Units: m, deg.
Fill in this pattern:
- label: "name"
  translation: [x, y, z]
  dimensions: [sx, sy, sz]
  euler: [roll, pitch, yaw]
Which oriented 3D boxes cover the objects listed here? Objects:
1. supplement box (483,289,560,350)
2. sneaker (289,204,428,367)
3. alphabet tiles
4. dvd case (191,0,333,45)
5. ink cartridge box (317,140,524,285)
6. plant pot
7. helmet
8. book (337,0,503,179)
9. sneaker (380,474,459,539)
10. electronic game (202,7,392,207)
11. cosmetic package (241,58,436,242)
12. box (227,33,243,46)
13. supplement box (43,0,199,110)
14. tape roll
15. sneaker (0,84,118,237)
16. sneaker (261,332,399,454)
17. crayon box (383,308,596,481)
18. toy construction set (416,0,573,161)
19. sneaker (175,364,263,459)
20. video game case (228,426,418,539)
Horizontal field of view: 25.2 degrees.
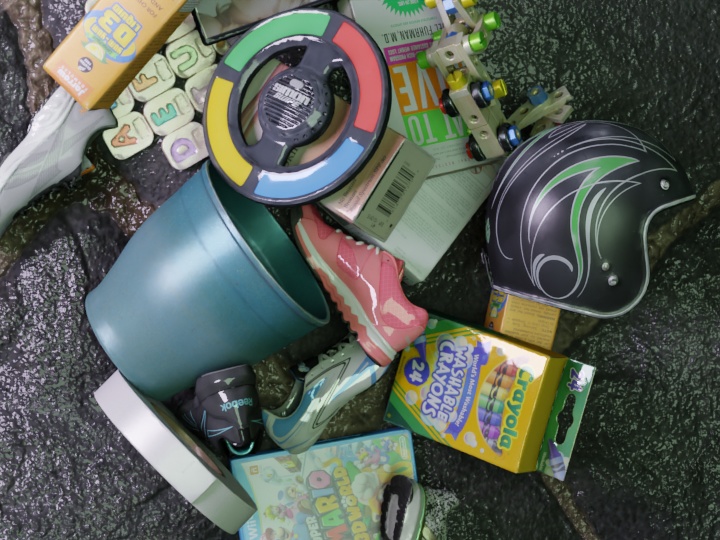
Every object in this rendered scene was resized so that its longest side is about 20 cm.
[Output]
- label: "supplement box"
  translation: [0.184, 0.004, 1.732]
  dimensions: [0.068, 0.067, 0.201]
  euler: [10, 92, -12]
- label: "sneaker"
  translation: [0.000, 0.000, 1.670]
  dimensions: [0.087, 0.074, 0.201]
  euler: [-33, 75, -1]
- label: "alphabet tiles"
  translation: [-0.196, -0.211, 1.664]
  dimensions: [0.195, 0.015, 0.201]
  euler: [-30, 100, -7]
- label: "dvd case"
  translation: [-0.089, -0.323, 1.608]
  dimensions: [0.199, 0.018, 0.143]
  euler: [-22, 97, -14]
- label: "ink cartridge box"
  translation: [0.058, -0.111, 1.717]
  dimensions: [0.160, 0.047, 0.200]
  euler: [41, 73, -11]
- label: "plant pot"
  translation: [-0.164, 0.025, 1.608]
  dimensions: [0.188, 0.200, 0.200]
  euler: [-36, 101, 8]
- label: "helmet"
  translation: [0.226, -0.056, 1.608]
  dimensions: [0.199, 0.200, 0.192]
  euler: [13, 93, -12]
- label: "book"
  translation: [0.064, -0.197, 1.681]
  dimensions: [0.133, 0.048, 0.201]
  euler: [-15, 89, -24]
- label: "sneaker"
  translation: [0.066, 0.320, 1.719]
  dimensions: [0.088, 0.077, 0.201]
  euler: [6, 97, -21]
- label: "electronic game"
  translation: [-0.063, -0.159, 1.558]
  dimensions: [0.199, 0.042, 0.201]
  euler: [-6, 74, 22]
- label: "cosmetic package"
  translation: [-0.039, -0.125, 1.611]
  dimensions: [0.199, 0.087, 0.104]
  euler: [32, 92, 28]
- label: "box"
  translation: [-0.132, -0.341, 1.637]
  dimensions: [0.116, 0.060, 0.201]
  euler: [-34, 100, -13]
- label: "supplement box"
  translation: [-0.213, -0.247, 1.549]
  dimensions: [0.066, 0.069, 0.200]
  euler: [42, 104, -1]
- label: "tape roll"
  translation: [-0.183, 0.181, 1.606]
  dimensions: [0.037, 0.203, 0.203]
  euler: [-44, 101, -4]
- label: "sneaker"
  translation: [-0.320, -0.098, 1.617]
  dimensions: [0.079, 0.074, 0.201]
  euler: [36, 87, -8]
- label: "sneaker"
  translation: [-0.025, 0.104, 1.696]
  dimensions: [0.200, 0.072, 0.072]
  euler: [-47, 108, -5]
- label: "crayon box"
  translation: [0.132, 0.128, 1.675]
  dimensions: [0.199, 0.051, 0.127]
  euler: [19, 96, 30]
- label: "toy construction set"
  translation: [0.130, -0.192, 1.647]
  dimensions: [0.092, 0.132, 0.200]
  euler: [-30, 122, 34]
- label: "sneaker"
  translation: [-0.139, 0.154, 1.613]
  dimensions: [0.075, 0.200, 0.080]
  euler: [-15, 77, -13]
- label: "video game case"
  translation: [-0.034, 0.255, 1.735]
  dimensions: [0.199, 0.018, 0.144]
  euler: [-9, 97, -10]
